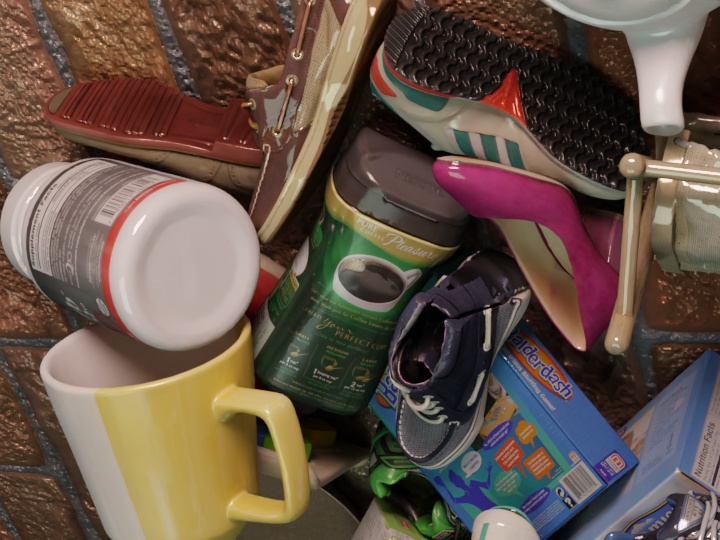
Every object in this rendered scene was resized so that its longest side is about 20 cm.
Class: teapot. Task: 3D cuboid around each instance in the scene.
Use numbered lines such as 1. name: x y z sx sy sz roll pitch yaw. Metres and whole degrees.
1. teapot: 0.144 -0.210 0.903 0.200 0.146 0.198 29 135 -2

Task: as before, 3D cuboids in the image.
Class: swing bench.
1. swing bench: 0.266 -0.025 0.997 0.198 0.200 0.130 8 111 16

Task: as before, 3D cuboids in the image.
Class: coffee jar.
1. coffee jar: 0.000 0.000 1.166 0.104 0.085 0.200 22 118 -14

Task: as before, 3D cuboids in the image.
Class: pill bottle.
1. pill bottle: -0.169 -0.018 1.158 0.200 0.116 0.116 17 143 51

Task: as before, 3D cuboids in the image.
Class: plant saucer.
1. plant saucer: -0.075 0.230 1.479 0.200 0.037 0.201 13 134 14

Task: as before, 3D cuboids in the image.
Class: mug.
1. mug: -0.131 0.126 1.144 0.149 0.187 0.154 -15 110 -16

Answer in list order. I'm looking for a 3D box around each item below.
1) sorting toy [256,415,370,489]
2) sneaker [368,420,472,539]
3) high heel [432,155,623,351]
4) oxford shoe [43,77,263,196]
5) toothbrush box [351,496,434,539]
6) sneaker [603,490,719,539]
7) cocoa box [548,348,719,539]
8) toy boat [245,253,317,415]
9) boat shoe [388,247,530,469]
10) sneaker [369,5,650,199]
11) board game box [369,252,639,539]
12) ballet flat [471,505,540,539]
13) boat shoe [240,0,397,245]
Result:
1. sorting toy: -0.096 0.127 1.323 0.184 0.200 0.037 16 91 13
2. sneaker: 0.087 0.201 1.345 0.200 0.085 0.078 33 135 -7
3. high heel: 0.111 -0.010 1.075 0.200 0.096 0.067 20 178 -38
4. oxford shoe: -0.137 -0.088 1.196 0.199 0.071 0.075 13 136 13
5. toothbrush box: 0.086 0.281 1.354 0.200 0.146 0.086 26 93 -8
6. sneaker: 0.240 0.186 1.084 0.200 0.077 0.085 -28 107 36
7. cocoa box: 0.244 0.183 1.221 0.131 0.134 0.200 33 135 -5
8. toy boat: -0.113 0.059 1.274 0.200 0.131 0.131 31 135 -4
9. boat shoe: 0.047 0.076 1.158 0.075 0.093 0.200 37 130 25
10. sneaker: 0.096 -0.103 1.091 0.199 0.071 0.093 25 161 -9
11. board game box: 0.094 0.110 1.232 0.200 0.045 0.152 51 137 11
12. ballet flat: 0.133 0.263 1.207 0.069 0.070 0.200 -15 119 34
13. boat shoe: -0.044 -0.114 1.106 0.072 0.072 0.200 27 116 7
